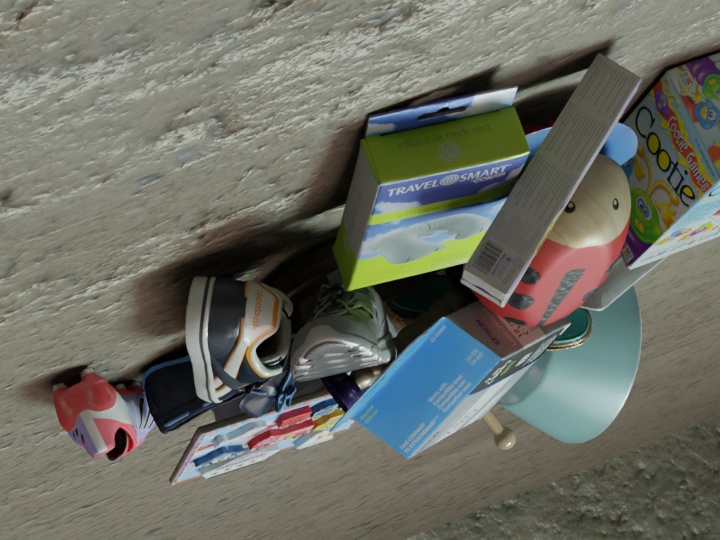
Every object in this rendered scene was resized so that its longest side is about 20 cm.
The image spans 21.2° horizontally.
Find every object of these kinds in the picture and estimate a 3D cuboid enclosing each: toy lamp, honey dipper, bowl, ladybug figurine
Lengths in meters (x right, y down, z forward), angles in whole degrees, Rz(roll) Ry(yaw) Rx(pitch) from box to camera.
[{"bbox_3d":[0.054,0.051,1.739,0.199,0.058,0.058,-39,168,-9],"label":"toy lamp"},{"bbox_3d":[0.094,0.102,1.884,0.038,0.201,0.038,-32,-159,14],"label":"honey dipper"},{"bbox_3d":[0.185,0.070,1.962,0.104,0.203,0.201,9,149,-31],"label":"bowl"},{"bbox_3d":[0.156,-0.016,1.573,0.134,0.072,0.201,-8,149,-20],"label":"ladybug figurine"}]

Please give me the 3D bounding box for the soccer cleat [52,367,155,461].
[{"bbox_3d":[-0.219,0.139,1.707,0.066,0.077,0.200,-25,166,3],"label":"soccer cleat"}]

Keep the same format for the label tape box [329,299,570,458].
[{"bbox_3d":[0.080,0.092,1.676,0.143,0.066,0.199,-49,167,32],"label":"label tape box"}]

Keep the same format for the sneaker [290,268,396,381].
[{"bbox_3d":[-0.021,0.041,1.541,0.074,0.083,0.200,-13,177,7],"label":"sneaker"}]

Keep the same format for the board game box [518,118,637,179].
[{"bbox_3d":[0.125,-0.083,1.567,0.157,0.039,0.200,4,146,-48],"label":"board game box"}]

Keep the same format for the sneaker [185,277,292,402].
[{"bbox_3d":[-0.096,0.062,1.568,0.078,0.079,0.200,5,164,1],"label":"sneaker"}]

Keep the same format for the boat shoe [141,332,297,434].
[{"bbox_3d":[-0.095,0.100,1.716,0.198,0.069,0.084,-16,171,23],"label":"boat shoe"}]

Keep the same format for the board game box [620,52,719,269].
[{"bbox_3d":[0.286,-0.096,1.646,0.104,0.104,0.200,-19,165,-21],"label":"board game box"}]

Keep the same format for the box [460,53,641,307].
[{"bbox_3d":[0.141,-0.067,1.428,0.201,0.041,0.039,-58,173,-14],"label":"box"}]

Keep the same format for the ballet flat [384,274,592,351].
[{"bbox_3d":[0.118,0.042,1.807,0.198,0.071,0.065,12,154,3],"label":"ballet flat"}]

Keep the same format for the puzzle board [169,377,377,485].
[{"bbox_3d":[-0.077,0.155,1.847,0.198,0.018,0.151,-15,160,-23],"label":"puzzle board"}]

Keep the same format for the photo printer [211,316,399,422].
[{"bbox_3d":[-0.046,0.106,1.892,0.199,0.070,0.166,-28,165,14],"label":"photo printer"}]

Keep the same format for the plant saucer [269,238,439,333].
[{"bbox_3d":[0.000,0.000,1.673,0.198,0.030,0.200,-24,167,-6],"label":"plant saucer"}]

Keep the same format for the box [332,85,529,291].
[{"bbox_3d":[0.051,-0.058,1.442,0.121,0.048,0.200,-13,157,-15],"label":"box"}]

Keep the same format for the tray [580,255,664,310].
[{"bbox_3d":[0.215,-0.010,1.832,0.106,0.022,0.200,15,-158,23],"label":"tray"}]
